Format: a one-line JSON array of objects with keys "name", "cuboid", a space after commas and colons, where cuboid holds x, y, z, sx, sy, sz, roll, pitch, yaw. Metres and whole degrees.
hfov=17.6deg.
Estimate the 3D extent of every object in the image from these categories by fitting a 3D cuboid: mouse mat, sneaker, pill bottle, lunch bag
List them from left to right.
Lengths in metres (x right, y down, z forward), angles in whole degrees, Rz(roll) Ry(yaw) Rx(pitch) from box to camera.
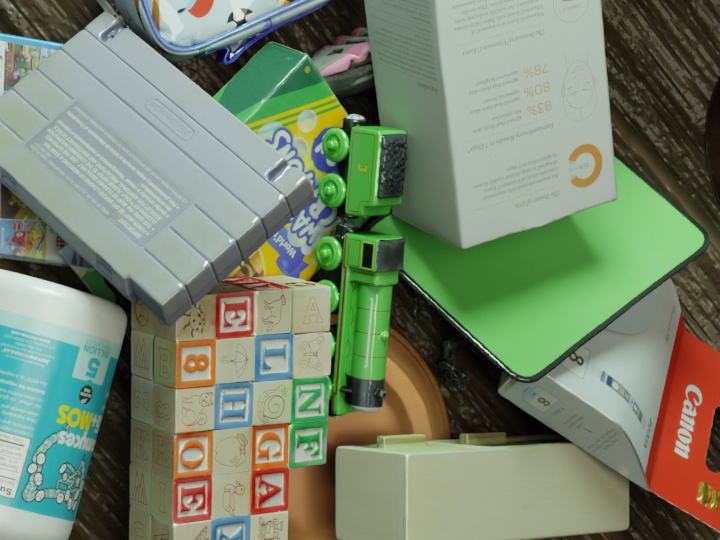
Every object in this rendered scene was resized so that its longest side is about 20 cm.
[{"name": "pill bottle", "cuboid": [-0.222, 0.105, 1.453, 0.110, 0.111, 0.201, 17, 85, -19]}, {"name": "lunch bag", "cuboid": [-0.085, -0.226, 1.524, 0.199, 0.076, 0.161, -26, 101, -19]}, {"name": "sneaker", "cuboid": [0.059, -0.129, 1.582, 0.199, 0.079, 0.096, -13, 106, -18]}, {"name": "mouse mat", "cuboid": [0.120, -0.022, 1.565, 0.200, 0.008, 0.161, -34, 66, -31]}]

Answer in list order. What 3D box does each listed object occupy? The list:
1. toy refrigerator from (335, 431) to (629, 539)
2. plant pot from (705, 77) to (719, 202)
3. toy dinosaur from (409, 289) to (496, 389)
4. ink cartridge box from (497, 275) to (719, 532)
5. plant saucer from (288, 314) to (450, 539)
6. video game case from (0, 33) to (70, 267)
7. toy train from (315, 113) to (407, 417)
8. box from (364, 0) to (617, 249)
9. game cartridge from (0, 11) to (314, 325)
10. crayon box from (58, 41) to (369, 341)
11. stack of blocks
[{"name": "toy refrigerator", "cuboid": [0.084, 0.143, 1.550, 0.199, 0.076, 0.070, -1, 91, -38]}, {"name": "plant pot", "cuboid": [0.371, -0.096, 1.621, 0.186, 0.200, 0.188, 0, 89, -20]}, {"name": "toy dinosaur", "cuboid": [0.075, 0.021, 1.595, 0.200, 0.047, 0.088, 50, 58, -11]}, {"name": "ink cartridge box", "cuboid": [0.199, 0.068, 1.594, 0.200, 0.047, 0.160, 32, 45, -13]}, {"name": "plant saucer", "cuboid": [-0.028, 0.121, 1.562, 0.199, 0.037, 0.201, 0, 90, -21]}, {"name": "video game case", "cuboid": [-0.270, -0.086, 1.486, 0.199, 0.018, 0.144, 8, 86, -19]}, {"name": "toy train", "cuboid": [0.000, 0.000, 1.505, 0.042, 0.056, 0.201, -7, 104, -50]}, {"name": "box", "cuboid": [0.083, -0.133, 1.499, 0.124, 0.097, 0.201, -17, 113, -25]}, {"name": "game cartridge", "cuboid": [-0.141, -0.065, 1.445, 0.130, 0.038, 0.200, -43, 61, -12]}, {"name": "crayon box", "cuboid": [-0.083, -0.034, 1.514, 0.200, 0.052, 0.126, -46, 126, -14]}, {"name": "stack of blocks", "cuboid": [-0.083, 0.108, 1.473, 0.115, 0.058, 0.201, -3, 99, -34]}]
